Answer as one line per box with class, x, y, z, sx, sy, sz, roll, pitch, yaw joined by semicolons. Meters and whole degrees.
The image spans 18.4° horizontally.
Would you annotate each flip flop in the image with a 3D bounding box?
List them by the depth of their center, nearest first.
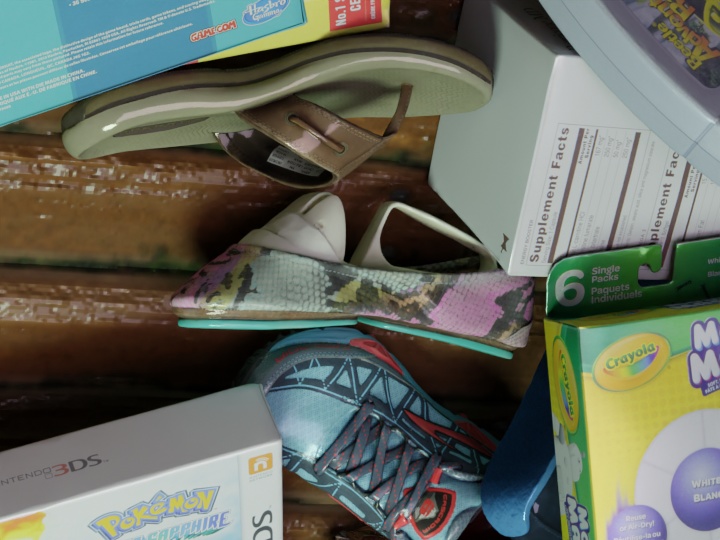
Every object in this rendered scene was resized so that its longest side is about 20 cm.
flip flop;-0.036;-0.065;1.013;0.198;0.081;0.058;-9;77;-14

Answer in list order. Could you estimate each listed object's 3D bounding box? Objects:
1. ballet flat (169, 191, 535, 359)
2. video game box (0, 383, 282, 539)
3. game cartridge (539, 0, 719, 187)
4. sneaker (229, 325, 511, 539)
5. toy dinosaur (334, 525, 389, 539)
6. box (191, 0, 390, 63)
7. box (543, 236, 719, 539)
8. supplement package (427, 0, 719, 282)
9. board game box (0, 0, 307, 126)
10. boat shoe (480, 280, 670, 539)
ballet flat;0.000;0.000;1.081;0.199;0.069;0.072;6;93;-29
video game box;-0.133;0.152;1.073;0.199;0.047;0.183;-15;135;-15
game cartridge;0.150;-0.127;0.998;0.133;0.200;0.041;-34;169;-30
sneaker;0.025;0.096;1.111;0.199;0.096;0.080;29;99;-30
toy dinosaur;0.060;0.200;1.119;0.136;0.199;0.103;-39;134;-53
box;-0.088;-0.130;0.984;0.198;0.050;0.076;-12;117;-17
box;0.150;0.088;1.031;0.116;0.048;0.202;-8;96;-16
supplement package;0.150;-0.066;1.075;0.198;0.114;0.110;2;114;-23
board game box;-0.107;-0.168;0.875;0.150;0.047;0.201;-20;132;-16
boat shoe;0.128;0.064;1.127;0.069;0.084;0.200;47;68;-24
